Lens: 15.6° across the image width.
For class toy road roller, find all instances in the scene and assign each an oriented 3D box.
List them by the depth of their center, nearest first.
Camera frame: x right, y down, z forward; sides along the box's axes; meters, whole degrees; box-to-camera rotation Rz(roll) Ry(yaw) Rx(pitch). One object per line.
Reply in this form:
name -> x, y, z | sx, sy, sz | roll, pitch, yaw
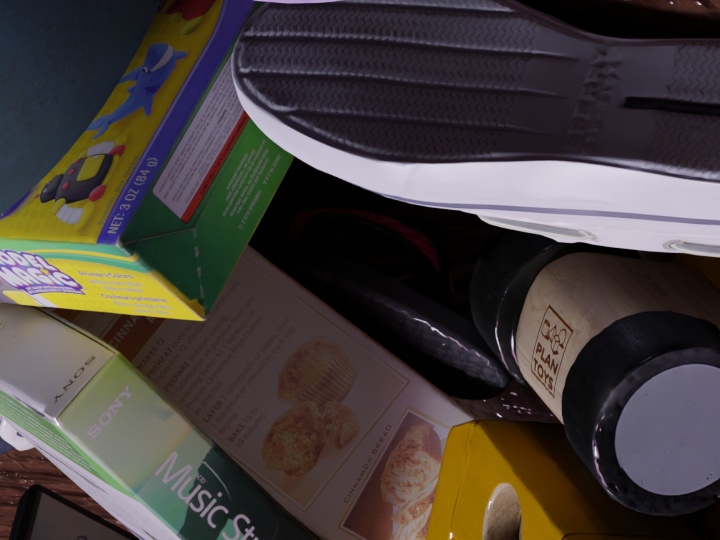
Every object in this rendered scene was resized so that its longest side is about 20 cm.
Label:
toy road roller -> 0.107, 0.084, 0.843 | 0.146, 0.200, 0.123 | 7, -161, -19

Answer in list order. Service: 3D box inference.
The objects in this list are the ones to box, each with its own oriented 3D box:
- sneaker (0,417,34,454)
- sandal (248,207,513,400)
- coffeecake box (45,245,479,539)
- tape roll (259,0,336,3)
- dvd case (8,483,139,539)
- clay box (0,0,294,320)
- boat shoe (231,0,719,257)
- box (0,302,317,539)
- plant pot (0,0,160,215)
sneaker -> -0.204, 0.008, 1.065 | 0.079, 0.129, 0.199 | 40, 155, 51
sandal -> 0.000, 0.000, 0.998 | 0.075, 0.045, 0.200 | 45, 169, -27
coffeecake box -> -0.025, 0.060, 1.005 | 0.200, 0.073, 0.154 | 36, 171, 15
tape roll -> -0.054, -0.154, 0.604 | 0.200, 0.085, 0.200 | 24, 160, 9
dvd case -> -0.082, 0.193, 1.217 | 0.200, 0.143, 0.018 | 30, 124, -17
clay box -> -0.101, -0.047, 0.889 | 0.200, 0.115, 0.048 | 4, 149, 48
boat shoe -> 0.055, -0.035, 0.773 | 0.200, 0.074, 0.067 | 15, 154, 30
box -> -0.064, 0.082, 0.941 | 0.200, 0.036, 0.144 | 45, 168, -31
plant pot -> -0.158, -0.075, 0.776 | 0.200, 0.135, 0.200 | 6, 152, 3
